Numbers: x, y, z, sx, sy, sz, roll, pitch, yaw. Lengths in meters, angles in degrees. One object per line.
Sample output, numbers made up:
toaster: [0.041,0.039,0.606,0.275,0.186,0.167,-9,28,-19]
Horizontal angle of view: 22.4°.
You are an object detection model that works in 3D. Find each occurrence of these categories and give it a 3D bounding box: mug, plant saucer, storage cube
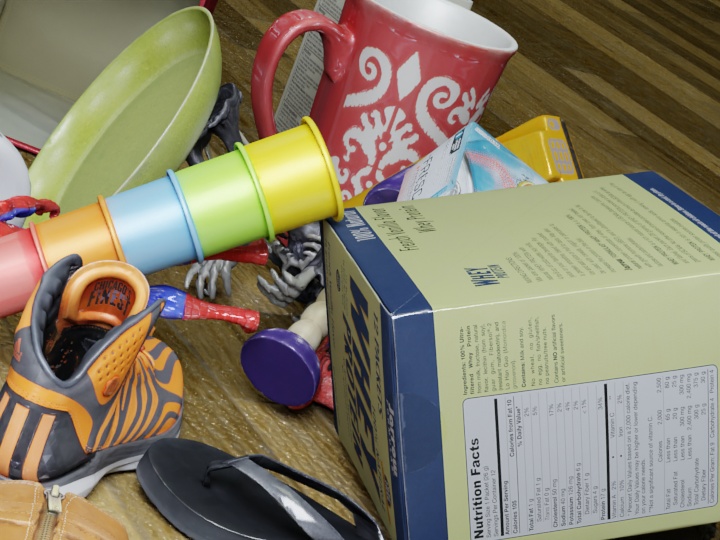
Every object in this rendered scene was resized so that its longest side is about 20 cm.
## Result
mug: [-0.001,-0.109,1.353,0.177,0.200,0.133,20,19,-5]
plant saucer: [-0.150,-0.078,1.143,0.031,0.200,0.200,39,10,-26]
storage cube: [-0.208,-0.188,1.386,0.200,0.171,0.180,20,17,-4]

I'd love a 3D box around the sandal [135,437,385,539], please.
sandal: [-0.019,0.131,0.922,0.200,0.043,0.076,26,19,11]

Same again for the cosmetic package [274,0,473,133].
cosmetic package: [0.001,-0.148,1.461,0.087,0.200,0.103,12,21,-28]

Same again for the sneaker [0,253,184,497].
sneaker: [-0.125,0.044,0.932,0.077,0.112,0.200,24,18,5]

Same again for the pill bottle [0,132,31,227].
pill bottle: [-0.288,-0.080,1.100,0.106,0.106,0.200,5,26,-42]

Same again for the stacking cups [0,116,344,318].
stacking cups: [-0.111,-0.025,0.961,0.200,0.061,0.061,-18,30,-11]

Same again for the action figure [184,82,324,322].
action figure: [-0.060,-0.018,1.182,0.119,0.102,0.200,-10,-55,48]

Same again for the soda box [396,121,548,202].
soda box: [0.114,0.002,1.105,0.200,0.068,0.064,36,43,-20]

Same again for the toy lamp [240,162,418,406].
toy lamp: [0.000,0.000,1.111,0.058,0.058,0.200,26,46,13]

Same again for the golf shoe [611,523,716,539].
golf shoe: [0.125,0.137,1.022,0.200,0.077,0.088,5,20,-41]

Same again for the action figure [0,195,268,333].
action figure: [-0.160,-0.005,1.030,0.200,0.065,0.099,8,3,-14]

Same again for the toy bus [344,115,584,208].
toy bus: [0.055,-0.039,1.236,0.078,0.200,0.065,2,67,-47]

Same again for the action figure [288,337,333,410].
action figure: [0.020,0.044,1.152,0.065,0.052,0.200,33,40,27]

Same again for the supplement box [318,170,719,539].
supplement box: [0.095,0.044,0.962,0.199,0.135,0.200,-7,17,-10]

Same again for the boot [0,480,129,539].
boot: [-0.176,0.123,0.732,0.200,0.074,0.155,29,17,-19]
